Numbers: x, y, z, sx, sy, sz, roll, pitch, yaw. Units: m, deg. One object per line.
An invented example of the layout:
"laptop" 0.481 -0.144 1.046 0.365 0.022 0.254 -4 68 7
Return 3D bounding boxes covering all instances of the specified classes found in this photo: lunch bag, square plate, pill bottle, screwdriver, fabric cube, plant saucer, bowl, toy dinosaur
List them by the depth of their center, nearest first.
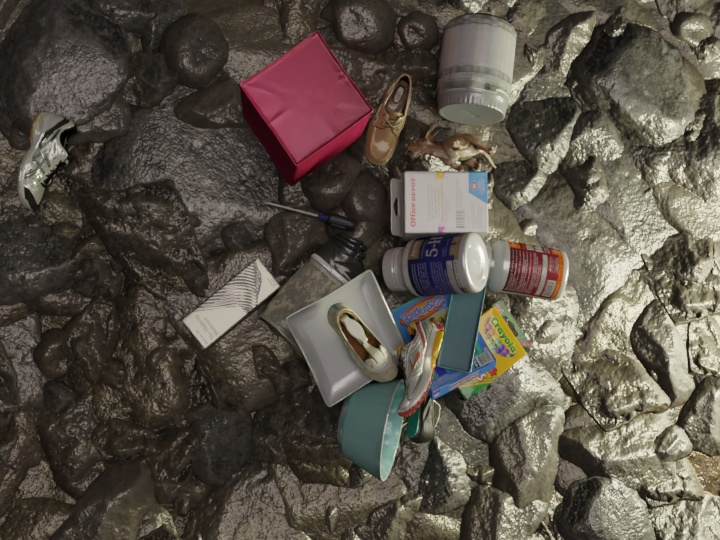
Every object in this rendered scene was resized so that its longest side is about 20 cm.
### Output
"square plate" -0.024 0.131 1.574 0.198 0.028 0.200 -29 103 -16
"bowl" 0.018 0.307 1.608 0.103 0.201 0.204 11 83 13
"plant saucer" 0.206 0.110 1.631 0.069 0.019 0.203 10 65 10
"fabric cube" -0.115 -0.322 1.633 0.195 0.199 0.201 -35 90 -8
"lunch bag" -0.088 0.095 1.637 0.200 0.118 0.164 43 79 -6
"pill bottle" 0.149 -0.009 1.638 0.197 0.119 0.122 -6 84 33
"screwdriver" -0.105 -0.119 1.697 0.197 0.029 0.028 15 82 -11
"pill bottle" 0.330 -0.003 1.706 0.196 0.110 0.112 9 83 -7
"toy dinosaur" 0.207 -0.267 1.736 0.197 0.136 0.087 -2 124 -29

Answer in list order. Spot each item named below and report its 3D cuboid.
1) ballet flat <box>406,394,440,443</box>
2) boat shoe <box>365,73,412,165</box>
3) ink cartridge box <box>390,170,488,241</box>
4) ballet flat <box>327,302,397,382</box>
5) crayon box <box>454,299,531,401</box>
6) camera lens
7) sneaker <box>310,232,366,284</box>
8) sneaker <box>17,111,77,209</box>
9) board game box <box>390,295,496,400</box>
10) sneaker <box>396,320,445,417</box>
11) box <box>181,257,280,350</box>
"ballet flat" 0.135 0.261 1.675 0.068 0.068 0.203 19 67 -28
"boat shoe" 0.061 -0.325 1.724 0.070 0.065 0.203 17 82 -5
"ink cartridge box" 0.158 -0.131 1.682 0.196 0.125 0.131 1 83 -1
"ballet flat" 0.007 0.145 1.539 0.068 0.062 0.200 -46 107 -12
"crayon box" 0.260 0.166 1.710 0.199 0.051 0.128 -36 90 -10
"camera lens" 0.245 -0.428 1.710 0.157 0.160 0.204 7 83 -7
"sneaker" 0.000 0.000 1.681 0.199 0.071 0.100 40 80 -2
"sneaker" -0.626 -0.217 1.617 0.086 0.076 0.204 12 84 -6
"board game box" 0.165 0.142 1.654 0.150 0.045 0.202 -25 64 -7
"sneaker" 0.102 0.190 1.568 0.081 0.078 0.202 18 60 1
"box" -0.261 0.069 1.641 0.199 0.068 0.082 -41 90 -10
